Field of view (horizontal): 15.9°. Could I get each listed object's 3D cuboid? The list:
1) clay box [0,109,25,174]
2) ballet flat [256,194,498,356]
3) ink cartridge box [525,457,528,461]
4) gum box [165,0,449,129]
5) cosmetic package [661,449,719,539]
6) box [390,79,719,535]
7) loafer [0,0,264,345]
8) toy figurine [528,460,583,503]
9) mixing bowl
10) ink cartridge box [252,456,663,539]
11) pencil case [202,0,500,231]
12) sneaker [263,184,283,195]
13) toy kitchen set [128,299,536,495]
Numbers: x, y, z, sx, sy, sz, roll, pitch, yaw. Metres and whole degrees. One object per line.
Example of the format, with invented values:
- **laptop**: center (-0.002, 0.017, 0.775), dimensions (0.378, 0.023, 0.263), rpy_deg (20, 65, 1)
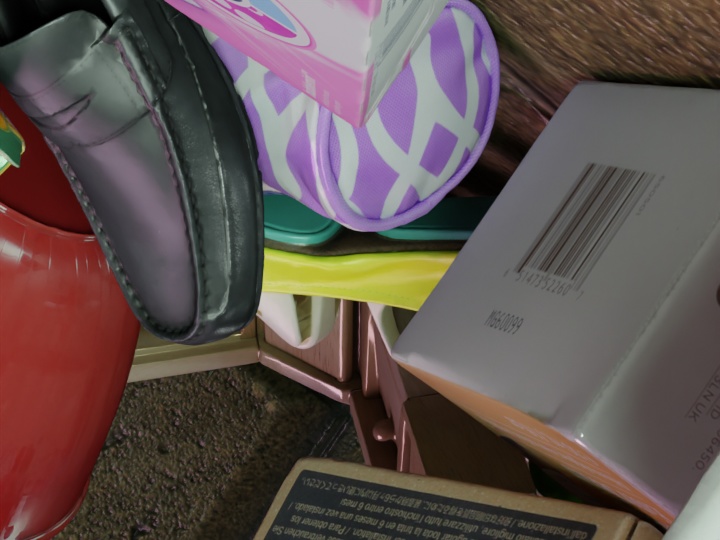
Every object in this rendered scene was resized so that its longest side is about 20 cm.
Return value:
- **clay box**: center (-0.157, -0.070, 0.733), dimensions (0.115, 0.048, 0.200), rpy_deg (46, 179, -18)
- **ballet flat**: center (0.000, 0.000, 0.967), dimensions (0.199, 0.067, 0.067), rpy_deg (8, -154, 18)
- **ink cartridge box**: center (0.189, 0.121, 1.196), dimensions (0.145, 0.048, 0.200), rpy_deg (25, -177, -33)
- **gum box**: center (-0.027, -0.104, 0.604), dimensions (0.113, 0.066, 0.200), rpy_deg (34, 175, 2)
- **cosmetic package**: center (0.171, 0.080, 0.477), dimensions (0.200, 0.165, 0.165), rpy_deg (32, 173, 22)
- **box**: center (0.133, 0.047, 0.731), dimensions (0.200, 0.107, 0.152), rpy_deg (37, 174, -17)
- **loafer**: center (-0.085, -0.068, 0.769), dimensions (0.068, 0.070, 0.202), rpy_deg (-7, 105, 45)
- **toy figurine**: center (0.174, 0.106, 0.963), dimensions (0.183, 0.151, 0.200), rpy_deg (27, -171, -19)
- **mixing bowl**: center (-0.150, -0.010, 0.915), dimensions (0.200, 0.108, 0.200), rpy_deg (33, -155, -18)
- **ink cartridge box**: center (0.075, 0.143, 0.778), dimensions (0.200, 0.075, 0.164), rpy_deg (40, 161, -29)
- **pencil case**: center (-0.044, -0.086, 0.840), dimensions (0.200, 0.084, 0.086), rpy_deg (30, 136, 37)
- **sneaker**: center (-0.074, -0.092, 0.956), dimensions (0.200, 0.075, 0.088), rpy_deg (29, 171, 46)
- **toy kitchen set**: center (-0.038, 0.082, 1.051), dimensions (0.201, 0.179, 0.164), rpy_deg (-108, 14, -45)
